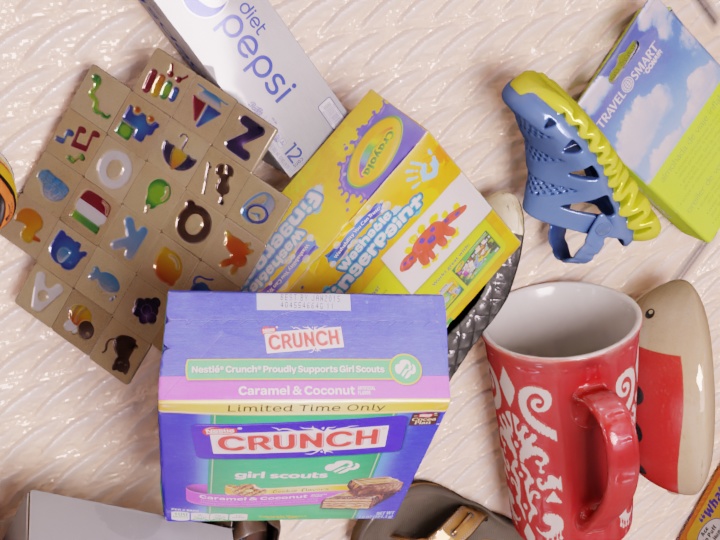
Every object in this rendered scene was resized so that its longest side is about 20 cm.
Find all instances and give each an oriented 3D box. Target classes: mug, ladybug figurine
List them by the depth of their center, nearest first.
[{"bbox_3d":[0.169,0.138,0.872,0.131,0.178,0.203,0,116,17],"label":"mug"},{"bbox_3d":[0.270,0.109,0.931,0.071,0.136,0.203,-4,104,7],"label":"ladybug figurine"}]

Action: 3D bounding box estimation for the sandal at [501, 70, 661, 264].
[{"bbox_3d":[0.162,-0.070,0.819,0.087,0.080,0.200,-36,125,11],"label":"sandal"}]

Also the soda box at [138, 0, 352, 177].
[{"bbox_3d":[-0.092,-0.163,0.708,0.063,0.068,0.201,-41,117,-7],"label":"soda box"}]

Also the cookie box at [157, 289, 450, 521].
[{"bbox_3d":[-0.044,0.094,0.671,0.168,0.076,0.201,1,148,-8],"label":"cookie box"}]

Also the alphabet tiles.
[{"bbox_3d":[-0.145,-0.035,0.697,0.165,0.006,0.202,33,98,6],"label":"alphabet tiles"}]

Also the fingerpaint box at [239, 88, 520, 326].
[{"bbox_3d":[0.000,0.000,0.763,0.200,0.073,0.167,-49,140,2],"label":"fingerpaint box"}]

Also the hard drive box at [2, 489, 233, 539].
[{"bbox_3d":[-0.198,0.261,0.745,0.154,0.077,0.201,18,121,-27],"label":"hard drive box"}]

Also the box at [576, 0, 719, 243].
[{"bbox_3d":[0.264,-0.128,0.893,0.199,0.048,0.123,35,89,-28],"label":"box"}]

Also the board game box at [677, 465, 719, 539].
[{"bbox_3d":[0.483,0.259,1.025,0.198,0.199,0.202,28,93,-29],"label":"board game box"}]

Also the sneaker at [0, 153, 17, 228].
[{"bbox_3d":[-0.305,-0.065,0.628,0.198,0.090,0.071,13,100,-27],"label":"sneaker"}]

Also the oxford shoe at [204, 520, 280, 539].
[{"bbox_3d":[-0.091,0.161,0.800,0.072,0.084,0.203,-13,109,-18],"label":"oxford shoe"}]

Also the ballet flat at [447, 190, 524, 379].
[{"bbox_3d":[0.072,0.026,0.840,0.056,0.066,0.202,24,96,-39],"label":"ballet flat"}]

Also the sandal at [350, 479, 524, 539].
[{"bbox_3d":[0.083,0.243,0.920,0.198,0.055,0.083,27,94,-29],"label":"sandal"}]
